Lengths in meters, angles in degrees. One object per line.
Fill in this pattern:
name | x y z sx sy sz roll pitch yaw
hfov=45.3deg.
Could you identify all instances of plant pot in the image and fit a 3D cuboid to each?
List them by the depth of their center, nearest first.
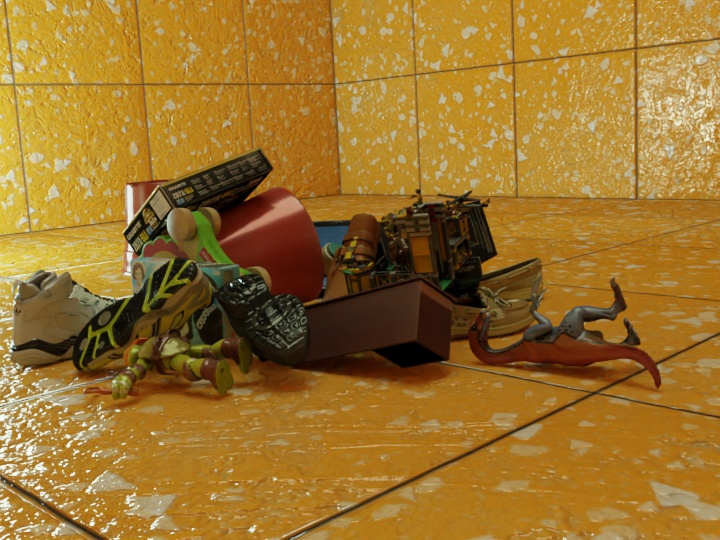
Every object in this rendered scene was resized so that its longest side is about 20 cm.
plant pot | -0.182 -0.016 1.377 0.176 0.202 0.200 -20 16 -29
plant pot | -0.438 -0.101 1.913 0.199 0.197 0.201 -3 9 0

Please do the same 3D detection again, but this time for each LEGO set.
LEGO set | 0.060 -0.049 1.074 0.153 0.117 0.200 2 21 35

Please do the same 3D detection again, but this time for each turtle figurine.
turtle figurine | -0.209 0.099 0.994 0.160 0.065 0.200 0 9 21

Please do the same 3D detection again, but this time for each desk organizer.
desk organizer | 0.011 0.074 1.025 0.199 0.078 0.072 -15 -34 38

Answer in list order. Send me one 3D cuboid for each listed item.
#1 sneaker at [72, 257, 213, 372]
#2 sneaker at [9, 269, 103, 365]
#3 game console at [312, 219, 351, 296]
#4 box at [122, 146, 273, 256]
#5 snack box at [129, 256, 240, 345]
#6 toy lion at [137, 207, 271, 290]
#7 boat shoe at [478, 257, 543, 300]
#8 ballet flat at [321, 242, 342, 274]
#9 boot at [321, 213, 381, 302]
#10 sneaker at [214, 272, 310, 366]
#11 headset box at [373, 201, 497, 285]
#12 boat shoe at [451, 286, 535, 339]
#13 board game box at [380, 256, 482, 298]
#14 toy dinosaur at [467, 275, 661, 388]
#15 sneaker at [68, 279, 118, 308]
sneaker | -0.268 0.070 1.074 0.199 0.077 0.076 -33 46 5
sneaker | -0.388 0.053 1.180 0.075 0.116 0.199 4 11 36
game console | -0.101 -0.022 1.556 0.198 0.118 0.176 -2 9 8
box | -0.249 -0.106 1.327 0.199 0.050 0.160 -30 -6 -42
snack box | -0.238 0.046 1.174 0.199 0.117 0.037 4 11 41
toy lion | -0.241 0.021 1.232 0.200 0.192 0.068 47 30 22
boat shoe | 0.193 0.019 1.359 0.199 0.064 0.073 -5 9 -9
ballet flat | 0.021 0.005 1.467 0.198 0.070 0.069 17 4 -15
boot | 0.000 0.000 1.180 0.076 0.157 0.200 19 -5 -7
sneaker | -0.106 0.072 1.028 0.075 0.091 0.200 -26 28 -16
headset box | 0.081 -0.024 1.358 0.198 0.094 0.174 -14 -10 -22
boat shoe | 0.144 0.054 1.156 0.198 0.063 0.073 -6 9 -18
board game box | 0.100 0.024 1.219 0.134 0.028 0.200 -11 -11 2
toy dinosaur | 0.211 0.073 0.967 0.180 0.106 0.200 -22 19 10
sneaker | -0.405 0.054 1.277 0.075 0.089 0.199 3 9 42
